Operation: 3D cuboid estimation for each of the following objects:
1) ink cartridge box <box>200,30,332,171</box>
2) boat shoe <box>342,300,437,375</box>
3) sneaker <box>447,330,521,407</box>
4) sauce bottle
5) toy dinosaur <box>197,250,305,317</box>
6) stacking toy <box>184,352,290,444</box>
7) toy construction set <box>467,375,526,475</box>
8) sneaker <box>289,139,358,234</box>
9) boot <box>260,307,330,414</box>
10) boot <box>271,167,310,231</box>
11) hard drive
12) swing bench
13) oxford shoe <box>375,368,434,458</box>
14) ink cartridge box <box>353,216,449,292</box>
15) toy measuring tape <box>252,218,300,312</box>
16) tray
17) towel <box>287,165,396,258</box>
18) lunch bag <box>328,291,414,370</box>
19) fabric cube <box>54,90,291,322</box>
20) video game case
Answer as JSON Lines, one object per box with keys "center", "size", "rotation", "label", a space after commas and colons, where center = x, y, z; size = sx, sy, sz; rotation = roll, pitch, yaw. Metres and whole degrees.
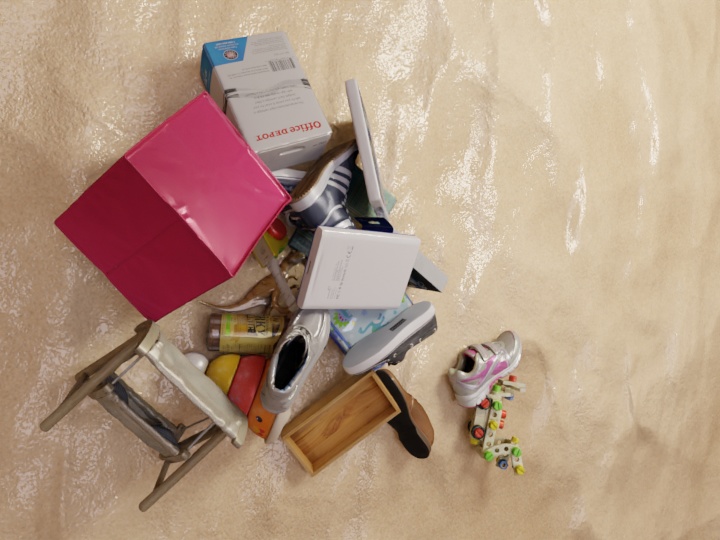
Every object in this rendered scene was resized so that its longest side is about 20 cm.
{"center": [-0.155, -0.270, 0.917], "size": [0.144, 0.086, 0.203], "rotation": [-20, 80, -26], "label": "ink cartridge box"}
{"center": [0.059, 0.132, 0.999], "size": [0.199, 0.069, 0.067], "rotation": [-36, 115, -24], "label": "boat shoe"}
{"center": [0.261, 0.189, 1.188], "size": [0.200, 0.081, 0.089], "rotation": [-42, 111, -22], "label": "sneaker"}
{"center": [-0.154, 0.106, 0.945], "size": [0.195, 0.065, 0.066], "rotation": [3, 89, -14], "label": "sauce bottle"}
{"center": [-0.168, 0.045, 0.978], "size": [0.199, 0.060, 0.107], "rotation": [-38, 84, -26], "label": "toy dinosaur"}
{"center": [-0.206, 0.186, 0.930], "size": [0.196, 0.146, 0.149], "rotation": [20, 81, -8], "label": "stacking toy"}
{"center": [0.297, 0.320, 1.203], "size": [0.128, 0.092, 0.205], "rotation": [11, 77, -3], "label": "toy construction set"}
{"center": [-0.039, -0.128, 0.941], "size": [0.109, 0.069, 0.201], "rotation": [56, 44, -24], "label": "sneaker"}
{"center": [-0.089, 0.115, 0.865], "size": [0.072, 0.096, 0.203], "rotation": [23, 57, -4], "label": "boot"}
{"center": [-0.122, -0.118, 0.965], "size": [0.196, 0.073, 0.093], "rotation": [-1, 76, -21], "label": "boot"}
{"center": [0.000, 0.000, 0.927], "size": [0.197, 0.025, 0.134], "rotation": [3, 114, -36], "label": "hard drive"}
{"center": [-0.294, 0.196, 0.815], "size": [0.198, 0.130, 0.200], "rotation": [-35, 110, 10], "label": "swing bench"}
{"center": [0.085, 0.268, 1.114], "size": [0.202, 0.070, 0.071], "rotation": [61, 38, -15], "label": "oxford shoe"}
{"center": [0.070, -0.028, 1.055], "size": [0.199, 0.099, 0.040], "rotation": [40, 73, -32], "label": "ink cartridge box"}
{"center": [-0.139, -0.024, 0.954], "size": [0.073, 0.074, 0.202], "rotation": [-25, 74, -25], "label": "toy measuring tape"}
{"center": [-0.036, 0.269, 1.018], "size": [0.198, 0.037, 0.099], "rotation": [-36, 108, 0], "label": "tray"}
{"center": [-0.032, -0.093, 1.060], "size": [0.146, 0.022, 0.202], "rotation": [36, 76, -23], "label": "towel"}
{"center": [0.003, 0.071, 1.034], "size": [0.161, 0.082, 0.201], "rotation": [-45, 117, -15], "label": "lunch bag"}
{"center": [-0.254, -0.084, 0.799], "size": [0.201, 0.197, 0.197], "rotation": [51, 37, -20], "label": "fabric cube"}
{"center": [0.013, -0.198, 0.982], "size": [0.022, 0.182, 0.205], "rotation": [-12, 83, 6], "label": "video game case"}
